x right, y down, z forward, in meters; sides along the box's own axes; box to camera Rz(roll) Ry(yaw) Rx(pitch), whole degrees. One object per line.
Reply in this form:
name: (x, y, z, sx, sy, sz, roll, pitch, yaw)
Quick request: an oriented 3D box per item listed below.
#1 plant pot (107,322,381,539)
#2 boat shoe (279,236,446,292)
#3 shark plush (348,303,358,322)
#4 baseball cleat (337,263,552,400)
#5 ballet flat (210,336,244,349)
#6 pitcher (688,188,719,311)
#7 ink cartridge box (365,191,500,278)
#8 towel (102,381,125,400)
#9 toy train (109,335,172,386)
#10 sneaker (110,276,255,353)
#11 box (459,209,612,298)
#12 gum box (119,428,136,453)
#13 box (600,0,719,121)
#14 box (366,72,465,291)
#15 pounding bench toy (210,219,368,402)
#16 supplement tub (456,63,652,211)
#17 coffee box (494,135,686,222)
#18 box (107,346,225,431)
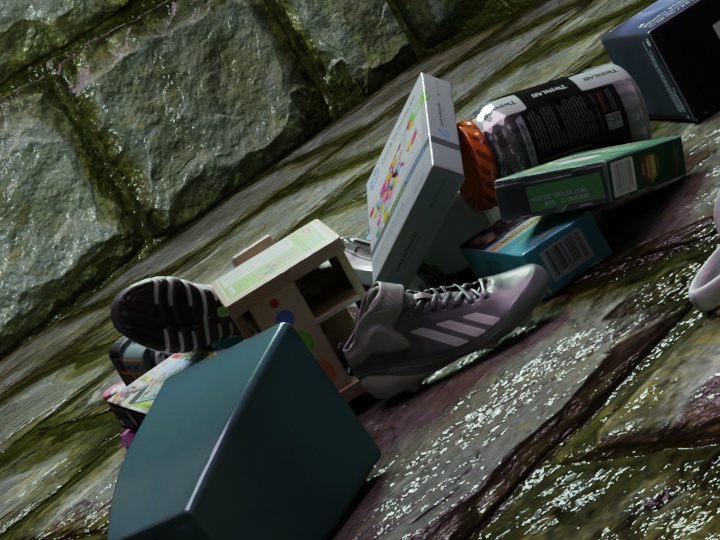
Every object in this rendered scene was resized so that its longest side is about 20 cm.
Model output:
plant pot: (-0.102, 0.169, 1.320, 0.140, 0.142, 0.200, -26, 18, 30)
boat shoe: (0.000, 0.000, 1.870, 0.198, 0.071, 0.064, 18, 37, 29)
shark plush: (-0.068, 0.048, 1.854, 0.083, 0.091, 0.199, -44, 25, -27)
baseball cleat: (0.071, 0.037, 1.524, 0.199, 0.107, 0.070, -35, 22, 9)
ballet flat: (-0.152, 0.080, 1.952, 0.070, 0.068, 0.200, -2, -4, 25)
pitcher: (0.316, -0.048, 1.227, 0.172, 0.121, 0.200, -55, 4, -12)
ink cartridge box: (0.097, -0.056, 1.972, 0.145, 0.086, 0.200, -28, 12, 19)
towel: (-0.253, 0.116, 2.355, 0.199, 0.030, 0.146, -25, 13, 35)
toy train: (-0.231, 0.123, 2.001, 0.085, 0.115, 0.200, -35, 10, -18)
sneaker: (-0.184, 0.050, 1.746, 0.198, 0.077, 0.115, 1, -8, -37)
box: (0.169, -0.020, 1.676, 0.082, 0.049, 0.200, -33, 10, -11)
gum box: (-0.147, 0.146, 1.765, 0.199, 0.067, 0.113, -36, 11, -22)
box: (0.411, -0.276, 1.989, 0.199, 0.124, 0.198, -32, 8, -4)
box: (0.056, -0.094, 1.805, 0.201, 0.041, 0.157, -91, 24, -56)
pounding bench toy: (-0.053, 0.051, 1.660, 0.123, 0.157, 0.200, -31, 14, -5)
supplement tub: (0.201, -0.138, 1.826, 0.198, 0.124, 0.122, -18, 6, -15)
coffee box: (0.228, -0.091, 1.662, 0.122, 0.045, 0.199, -9, 6, 31)
box: (-0.176, 0.121, 1.692, 0.110, 0.035, 0.200, -35, 13, -19)
